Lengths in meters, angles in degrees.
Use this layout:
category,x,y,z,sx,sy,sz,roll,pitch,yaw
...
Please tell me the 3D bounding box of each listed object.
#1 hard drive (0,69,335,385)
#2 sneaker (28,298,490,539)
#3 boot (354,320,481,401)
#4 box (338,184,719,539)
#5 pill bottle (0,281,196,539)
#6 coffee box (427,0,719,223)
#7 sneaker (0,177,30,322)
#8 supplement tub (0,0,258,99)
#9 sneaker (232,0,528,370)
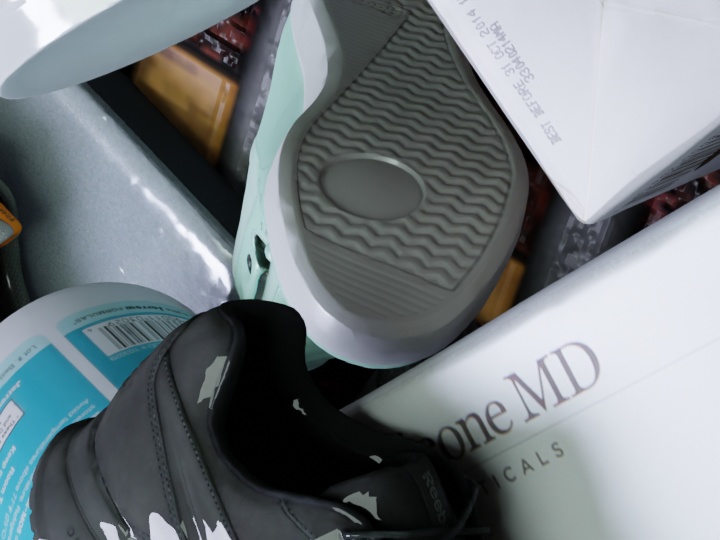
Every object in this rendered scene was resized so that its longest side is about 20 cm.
category,x,y,z,sx,sy,sz,roll,pitch,yaw
hard drive,-0.104,-0.003,0.983,0.200,0.033,0.140,46,127,17
sneaker,0.005,0.093,0.649,0.200,0.076,0.091,47,124,12
boot,0.030,0.126,0.879,0.132,0.070,0.201,-53,42,37
box,0.125,0.037,0.709,0.199,0.200,0.131,-32,84,41
pill bottle,-0.046,0.090,0.836,0.200,0.110,0.111,39,128,50
coffee box,0.100,-0.097,0.686,0.080,0.200,0.115,-40,80,37
sneaker,-0.161,-0.037,0.956,0.079,0.074,0.201,-18,99,30
supplement tub,-0.101,-0.170,0.854,0.145,0.145,0.201,-29,86,40
sneaker,0.000,0.000,0.823,0.073,0.201,0.119,10,120,-6
